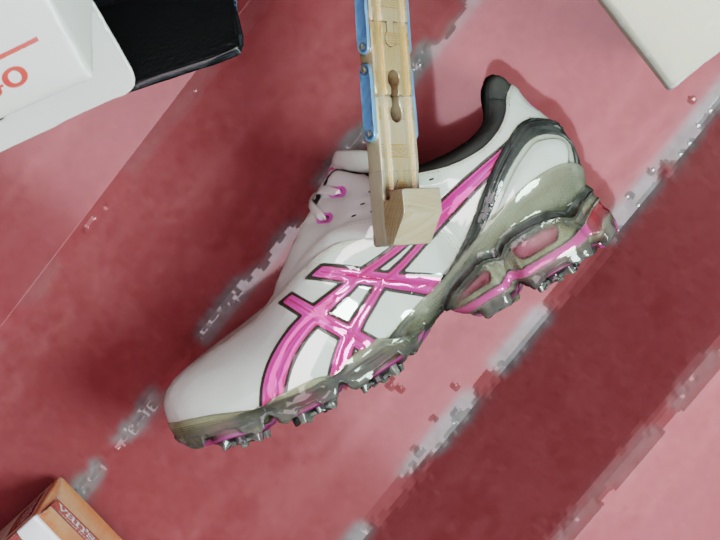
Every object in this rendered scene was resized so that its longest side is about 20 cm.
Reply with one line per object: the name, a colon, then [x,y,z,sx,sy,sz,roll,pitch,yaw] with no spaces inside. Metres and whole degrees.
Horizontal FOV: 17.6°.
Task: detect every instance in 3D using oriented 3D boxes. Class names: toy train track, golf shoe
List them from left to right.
golf shoe: [0.000,0.000,0.948,0.200,0.073,0.092,-31,89,1]
toy train track: [0.017,-0.110,0.888,0.032,0.115,0.201,-4,90,40]

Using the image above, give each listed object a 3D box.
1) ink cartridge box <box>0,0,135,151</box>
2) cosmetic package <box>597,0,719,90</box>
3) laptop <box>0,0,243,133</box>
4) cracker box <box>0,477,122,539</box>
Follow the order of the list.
ink cartridge box: [-0.167,-0.104,0.793,0.116,0.068,0.200,-23,124,9]
cosmetic package: [0.089,-0.177,0.884,0.087,0.103,0.200,-37,98,12]
laptop: [-0.151,-0.155,0.908,0.177,0.200,0.103,-17,136,9]
cracker box: [-0.158,0.206,1.008,0.200,0.058,0.134,-43,96,11]
